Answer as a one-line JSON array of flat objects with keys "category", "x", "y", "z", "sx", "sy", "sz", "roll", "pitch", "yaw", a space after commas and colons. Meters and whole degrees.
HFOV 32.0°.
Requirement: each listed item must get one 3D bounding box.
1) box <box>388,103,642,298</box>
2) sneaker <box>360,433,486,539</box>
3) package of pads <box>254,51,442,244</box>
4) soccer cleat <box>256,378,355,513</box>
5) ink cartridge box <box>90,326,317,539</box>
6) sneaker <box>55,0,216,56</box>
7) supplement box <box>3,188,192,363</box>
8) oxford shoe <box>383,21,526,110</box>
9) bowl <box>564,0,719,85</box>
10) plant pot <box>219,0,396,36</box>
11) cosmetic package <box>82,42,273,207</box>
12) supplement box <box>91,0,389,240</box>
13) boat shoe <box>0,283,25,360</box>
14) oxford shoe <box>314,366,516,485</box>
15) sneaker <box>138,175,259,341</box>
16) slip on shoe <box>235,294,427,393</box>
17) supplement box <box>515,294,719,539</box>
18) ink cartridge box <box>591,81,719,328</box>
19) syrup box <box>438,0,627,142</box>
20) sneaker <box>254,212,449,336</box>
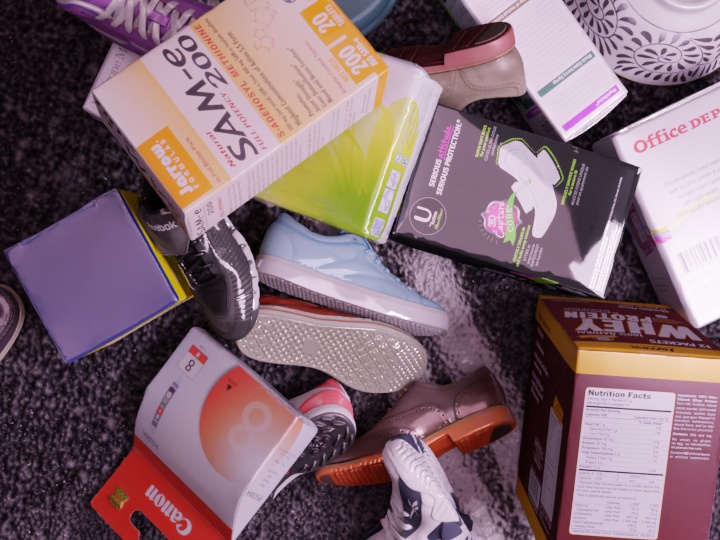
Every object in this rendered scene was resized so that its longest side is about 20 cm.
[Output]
[{"category": "box", "x": 0.133, "y": -0.061, "z": 1.161, "sx": 0.198, "sy": 0.149, "sz": 0.125, "roll": 18, "pitch": 89, "yaw": -4}, {"category": "sneaker", "x": 0.036, "y": 0.246, "z": 1.170, "sx": 0.129, "sy": 0.080, "sz": 0.200, "roll": -28, "pitch": 132, "yaw": 6}, {"category": "package of pads", "x": -0.042, "y": -0.127, "z": 1.091, "sx": 0.199, "sy": 0.068, "sz": 0.156, "roll": 21, "pitch": 92, "yaw": 21}, {"category": "soccer cleat", "x": -0.091, "y": 0.175, "z": 1.200, "sx": 0.199, "sy": 0.073, "sz": 0.068, "roll": -33, "pitch": 118, "yaw": 14}, {"category": "ink cartridge box", "x": -0.158, "y": 0.174, "z": 1.155, "sx": 0.162, "sy": 0.050, "sz": 0.200, "roll": 35, "pitch": 83, "yaw": 34}, {"category": "sneaker", "x": -0.182, "y": -0.212, "z": 1.064, "sx": 0.199, "sy": 0.114, "sz": 0.073, "roll": 21, "pitch": 90, "yaw": 27}, {"category": "supplement box", "x": -0.222, "y": 0.002, "z": 1.116, "sx": 0.108, "sy": 0.200, "sz": 0.110, "roll": -29, "pitch": 92, "yaw": -1}, {"category": "oxford shoe", "x": 0.060, "y": -0.170, "z": 1.172, "sx": 0.198, "sy": 0.071, "sz": 0.075, "roll": -8, "pitch": 121, "yaw": 33}, {"category": "bowl", "x": 0.301, "y": -0.283, "z": 1.198, "sx": 0.199, "sy": 0.094, "sz": 0.203, "roll": 0, "pitch": 91, "yaw": -4}, {"category": "plant pot", "x": -0.045, "y": -0.313, "z": 1.128, "sx": 0.198, "sy": 0.196, "sz": 0.202, "roll": 0, "pitch": 90, "yaw": -4}, {"category": "cosmetic package", "x": -0.151, "y": -0.148, "z": 1.185, "sx": 0.199, "sy": 0.074, "sz": 0.102, "roll": 25, "pitch": 88, "yaw": -4}, {"category": "supplement box", "x": -0.093, "y": -0.137, "z": 0.989, "sx": 0.199, "sy": 0.074, "sz": 0.126, "roll": -37, "pitch": 81, "yaw": -12}, {"category": "boat shoe", "x": -0.402, "y": 0.088, "z": 1.175, "sx": 0.199, "sy": 0.065, "sz": 0.072, "roll": -37, "pitch": 91, "yaw": -3}, {"category": "oxford shoe", "x": 0.046, "y": 0.152, "z": 1.210, "sx": 0.198, "sy": 0.071, "sz": 0.073, "roll": -19, "pitch": 65, "yaw": -1}, {"category": "sneaker", "x": -0.144, "y": -0.033, "z": 1.052, "sx": 0.066, "sy": 0.090, "sz": 0.202, "roll": -12, "pitch": 95, "yaw": 29}, {"category": "slip on shoe", "x": -0.027, "y": 0.065, "z": 1.192, "sx": 0.198, "sy": 0.061, "sz": 0.075, "roll": 14, "pitch": 113, "yaw": -19}, {"category": "supplement box", "x": 0.229, "y": 0.145, "z": 1.129, "sx": 0.131, "sy": 0.197, "sz": 0.202, "roll": 4, "pitch": 101, "yaw": -3}, {"category": "ink cartridge box", "x": 0.332, "y": -0.066, "z": 1.205, "sx": 0.143, "sy": 0.085, "sz": 0.202, "roll": -24, "pitch": 93, "yaw": -3}, {"category": "syrup box", "x": 0.160, "y": -0.219, "z": 1.197, "sx": 0.081, "sy": 0.079, "sz": 0.201, "roll": -36, "pitch": 92, "yaw": -3}, {"category": "sneaker", "x": 0.000, "y": 0.000, "z": 1.195, "sx": 0.198, "sy": 0.074, "sz": 0.083, "roll": 21, "pitch": 77, "yaw": -11}]
